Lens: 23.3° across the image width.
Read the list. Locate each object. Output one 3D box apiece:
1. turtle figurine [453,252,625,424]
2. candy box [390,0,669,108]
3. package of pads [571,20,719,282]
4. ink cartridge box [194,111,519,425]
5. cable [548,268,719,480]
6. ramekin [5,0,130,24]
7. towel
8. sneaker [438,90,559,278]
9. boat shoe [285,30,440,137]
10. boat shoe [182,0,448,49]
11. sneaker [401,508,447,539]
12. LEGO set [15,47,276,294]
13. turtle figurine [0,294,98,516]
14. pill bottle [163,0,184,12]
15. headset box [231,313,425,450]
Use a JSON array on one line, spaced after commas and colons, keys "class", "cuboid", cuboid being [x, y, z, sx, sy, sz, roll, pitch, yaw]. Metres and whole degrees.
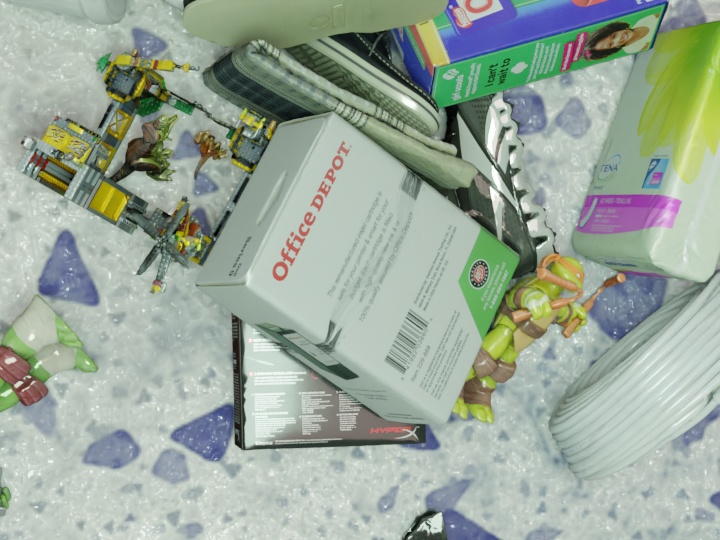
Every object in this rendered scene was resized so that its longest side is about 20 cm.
[{"class": "turtle figurine", "cuboid": [0.123, 0.043, 1.367, 0.064, 0.200, 0.162, 43, 101, 15]}, {"class": "candy box", "cuboid": [0.117, -0.234, 1.380, 0.198, 0.077, 0.170, -18, 65, -9]}, {"class": "package of pads", "cuboid": [0.250, -0.094, 1.388, 0.068, 0.154, 0.202, 21, 87, -16]}, {"class": "ink cartridge box", "cuboid": [0.000, 0.000, 1.274, 0.199, 0.084, 0.147, 37, 70, -27]}, {"class": "cable", "cuboid": [0.230, 0.082, 1.356, 0.200, 0.200, 0.069, -41, 89, 14]}, {"class": "ramekin", "cuboid": [-0.226, -0.285, 1.301, 0.093, 0.202, 0.205, 2, 87, 4]}, {"class": "towel", "cuboid": [-0.016, -0.116, 1.318, 0.199, 0.192, 0.035, 29, 82, -13]}, {"class": "sneaker", "cuboid": [0.089, -0.080, 1.403, 0.090, 0.066, 0.202, -21, 93, -14]}, {"class": "boat shoe", "cuboid": [-0.003, -0.172, 1.354, 0.062, 0.075, 0.200, -42, 57, -10]}, {"class": "boat shoe", "cuboid": [-0.036, -0.210, 1.285, 0.199, 0.074, 0.064, -10, 68, -12]}, {"class": "sneaker", "cuboid": [0.076, 0.300, 1.391, 0.104, 0.060, 0.201, -35, 90, -4]}, {"class": "LEGO set", "cuboid": [-0.159, -0.087, 1.305, 0.199, 0.116, 0.154, 37, 91, 25]}, {"class": "turtle figurine", "cuboid": [-0.273, 0.129, 1.302, 0.194, 0.200, 0.144, -43, 129, -12]}, {"class": "pill bottle", "cuboid": [-0.086, -0.285, 1.330, 0.111, 0.111, 0.201, 29, 95, -7]}, {"class": "headset box", "cuboid": [-0.028, 0.037, 1.376, 0.147, 0.075, 0.202, -2, 88, -10]}]
